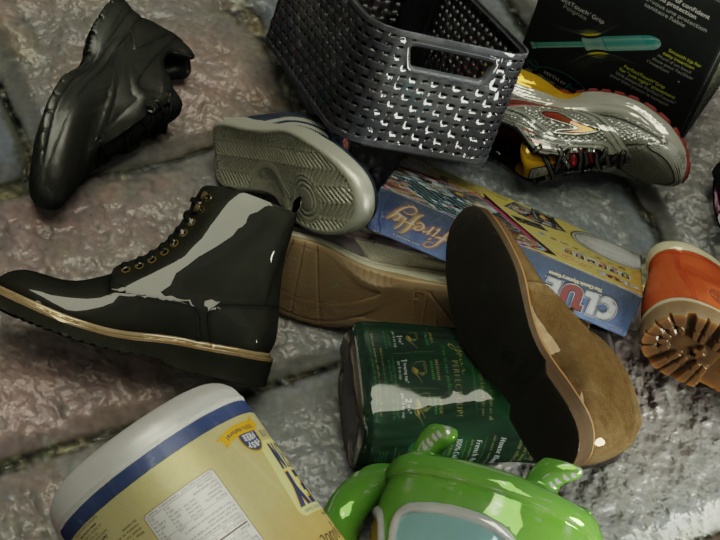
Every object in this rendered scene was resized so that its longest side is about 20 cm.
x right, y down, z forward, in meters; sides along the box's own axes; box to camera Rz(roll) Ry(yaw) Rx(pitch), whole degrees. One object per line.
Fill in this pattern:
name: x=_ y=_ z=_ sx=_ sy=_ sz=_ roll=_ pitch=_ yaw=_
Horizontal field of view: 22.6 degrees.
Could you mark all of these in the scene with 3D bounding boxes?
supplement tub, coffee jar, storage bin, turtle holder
supplement tub: x=-0.083 y=0.186 z=1.116 sx=0.144 sy=0.144 sz=0.200 roll=-32 pitch=80 yaw=-28
coffee jar: x=0.088 y=0.089 z=1.264 sx=0.200 sy=0.085 sz=0.104 roll=0 pitch=56 yaw=-10
storage bin: x=0.023 y=-0.171 z=1.367 sx=0.135 sy=0.094 sz=0.200 roll=8 pitch=25 yaw=-25
turtle holder: x=0.058 y=0.181 z=1.164 sx=0.185 sy=0.141 sz=0.132 roll=21 pitch=71 yaw=-1

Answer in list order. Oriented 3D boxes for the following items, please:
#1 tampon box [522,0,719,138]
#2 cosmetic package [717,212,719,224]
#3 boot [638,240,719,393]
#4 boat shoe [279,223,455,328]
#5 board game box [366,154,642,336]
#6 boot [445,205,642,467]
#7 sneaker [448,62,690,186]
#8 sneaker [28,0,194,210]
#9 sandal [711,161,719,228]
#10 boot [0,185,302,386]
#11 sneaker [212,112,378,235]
tampon box: x=0.229 y=-0.209 z=1.427 sx=0.150 sy=0.200 sz=0.126 roll=31 pitch=56 yaw=10
cosmetic package: x=0.374 y=-0.012 z=1.340 sx=0.200 sy=0.087 sz=0.103 roll=11 pitch=48 yaw=-39
boot: x=0.286 y=0.051 z=1.317 sx=0.200 sy=0.075 sz=0.107 roll=33 pitch=33 yaw=-21
boat shoe: x=0.000 y=0.000 z=1.323 sx=0.200 sy=0.072 sz=0.065 roll=12 pitch=35 yaw=3
board game box: x=0.109 y=-0.021 z=1.325 sx=0.200 sy=0.035 sz=0.135 roll=23 pitch=15 yaw=3
boot: x=0.121 y=0.043 z=1.218 sx=0.075 sy=0.074 sz=0.200 roll=-7 pitch=61 yaw=-36
sneaker: x=0.161 y=-0.098 z=1.422 sx=0.200 sy=0.078 sz=0.082 roll=15 pitch=58 yaw=11
sneaker: x=-0.187 y=-0.122 z=1.368 sx=0.091 sy=0.076 sz=0.200 roll=24 pitch=57 yaw=-3
sandal: x=0.298 y=-0.048 z=1.412 sx=0.048 sy=0.075 sz=0.200 roll=3 pitch=53 yaw=13
boot: x=-0.147 y=-0.008 z=1.258 sx=0.200 sy=0.077 sz=0.138 roll=15 pitch=88 yaw=-14
sneaker: x=-0.030 y=-0.081 z=1.324 sx=0.084 sy=0.075 sz=0.200 roll=-13 pitch=24 yaw=-30
